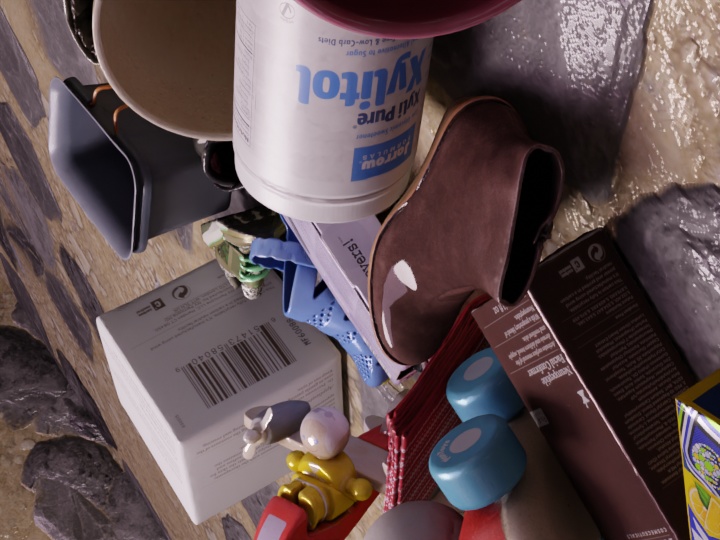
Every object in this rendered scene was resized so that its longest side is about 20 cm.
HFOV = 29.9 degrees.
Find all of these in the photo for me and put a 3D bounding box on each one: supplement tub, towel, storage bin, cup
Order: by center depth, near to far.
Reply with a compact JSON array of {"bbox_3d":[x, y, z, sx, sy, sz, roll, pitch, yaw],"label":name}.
[{"bbox_3d":[-0.017,-0.147,0.879,0.132,0.131,0.201,46,146,35],"label":"supplement tub"},{"bbox_3d":[-0.099,-0.218,0.979,0.202,0.198,0.144,83,173,-45],"label":"cup"},{"bbox_3d":[0.059,0.119,1.056,0.022,0.145,0.201,29,149,17],"label":"towel"},{"bbox_3d":[-0.226,-0.131,1.416,0.200,0.133,0.147,45,139,36],"label":"storage bin"}]

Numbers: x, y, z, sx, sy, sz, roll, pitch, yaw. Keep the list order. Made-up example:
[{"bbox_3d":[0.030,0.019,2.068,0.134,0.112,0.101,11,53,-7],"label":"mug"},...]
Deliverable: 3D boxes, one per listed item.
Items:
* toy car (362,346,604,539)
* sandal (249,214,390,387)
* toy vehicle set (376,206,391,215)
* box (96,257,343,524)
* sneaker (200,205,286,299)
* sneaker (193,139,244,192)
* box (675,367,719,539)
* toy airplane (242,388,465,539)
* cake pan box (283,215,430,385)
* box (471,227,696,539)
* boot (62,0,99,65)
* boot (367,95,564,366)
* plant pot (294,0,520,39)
[{"bbox_3d":[0.067,0.192,0.962,0.185,0.199,0.177,55,-156,-18],"label":"toy car"},{"bbox_3d":[-0.036,0.022,1.239,0.201,0.087,0.079,59,158,2],"label":"sandal"},{"bbox_3d":[-0.033,-0.152,1.093,0.201,0.026,0.125,54,158,20],"label":"toy vehicle set"},{"bbox_3d":[-0.148,0.120,1.466,0.200,0.198,0.172,49,157,34],"label":"box"},{"bbox_3d":[-0.106,-0.017,1.360,0.200,0.076,0.090,178,76,-76],"label":"sneaker"},{"bbox_3d":[-0.120,-0.120,1.260,0.199,0.083,0.077,16,131,62],"label":"sneaker"},{"bbox_3d":[0.233,0.146,0.772,0.064,0.070,0.202,34,146,50],"label":"box"},{"bbox_3d":[-0.010,0.171,1.216,0.200,0.198,0.142,-99,-7,-52],"label":"toy airplane"},{"bbox_3d":[0.000,0.000,1.105,0.201,0.052,0.184,57,176,9],"label":"cake pan box"},{"bbox_3d":[0.161,0.085,0.867,0.201,0.075,0.100,58,159,5],"label":"box"},{"bbox_3d":[-0.173,-0.229,1.106,0.201,0.072,0.183,-79,-17,-47],"label":"boot"},{"bbox_3d":[0.062,-0.007,0.855,0.167,0.071,0.202,-119,42,-67],"label":"boot"},{"bbox_3d":[0.009,-0.242,0.675,0.179,0.198,0.202,-120,13,-53],"label":"plant pot"}]
